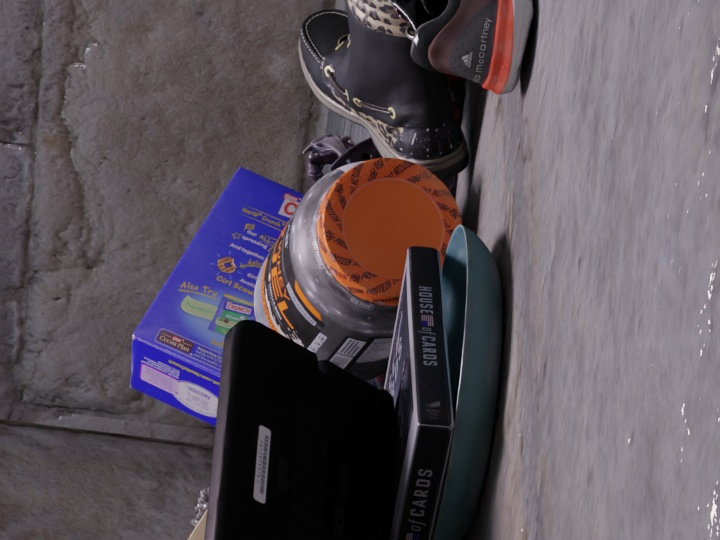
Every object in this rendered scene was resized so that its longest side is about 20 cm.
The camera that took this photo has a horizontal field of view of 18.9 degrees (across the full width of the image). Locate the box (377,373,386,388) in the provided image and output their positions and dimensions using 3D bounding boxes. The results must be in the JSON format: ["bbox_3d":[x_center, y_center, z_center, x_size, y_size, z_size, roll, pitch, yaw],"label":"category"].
[{"bbox_3d":[-0.022,0.057,1.844,0.095,0.102,0.202,79,-167,-56],"label":"box"}]

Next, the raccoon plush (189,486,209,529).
[{"bbox_3d":[-0.031,0.187,1.644,0.134,0.200,0.097,-39,34,23],"label":"raccoon plush"}]

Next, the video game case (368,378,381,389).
[{"bbox_3d":[-0.004,0.167,1.618,0.183,0.022,0.202,65,-155,-56],"label":"video game case"}]

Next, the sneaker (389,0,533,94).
[{"bbox_3d":[0.059,-0.180,1.317,0.201,0.081,0.078,-90,8,-59],"label":"sneaker"}]

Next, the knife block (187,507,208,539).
[{"bbox_3d":[-0.042,0.230,1.290,0.201,0.175,0.064,-57,-13,9],"label":"knife block"}]

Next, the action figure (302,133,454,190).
[{"bbox_3d":[0.010,-0.056,1.651,0.069,0.130,0.200,-43,-2,-11],"label":"action figure"}]

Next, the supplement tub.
[{"bbox_3d":[0.000,0.000,1.486,0.200,0.121,0.124,126,152,-68],"label":"supplement tub"}]

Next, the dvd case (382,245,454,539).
[{"bbox_3d":[0.030,0.099,1.286,0.201,0.024,0.152,-92,10,-61],"label":"dvd case"}]

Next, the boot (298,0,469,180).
[{"bbox_3d":[0.009,-0.171,1.502,0.204,0.073,0.155,51,158,46],"label":"boot"}]

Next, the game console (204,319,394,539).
[{"bbox_3d":[-0.041,0.161,1.229,0.116,0.175,0.201,-37,36,36],"label":"game console"}]

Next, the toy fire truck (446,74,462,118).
[{"bbox_3d":[0.048,-0.161,1.681,0.141,0.048,0.202,103,172,-59],"label":"toy fire truck"}]

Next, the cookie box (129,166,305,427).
[{"bbox_3d":[-0.066,0.036,1.732,0.076,0.170,0.201,103,-166,-51],"label":"cookie box"}]

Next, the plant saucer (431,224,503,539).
[{"bbox_3d":[0.058,0.074,1.279,0.200,0.027,0.202,-173,90,-86],"label":"plant saucer"}]
